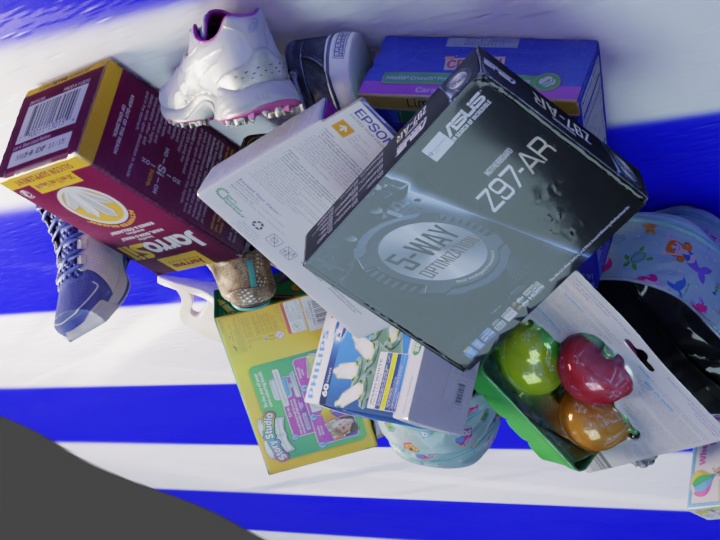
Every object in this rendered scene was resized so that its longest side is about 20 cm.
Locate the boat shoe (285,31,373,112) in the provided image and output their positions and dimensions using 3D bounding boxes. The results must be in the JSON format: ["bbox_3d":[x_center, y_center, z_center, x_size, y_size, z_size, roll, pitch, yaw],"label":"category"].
[{"bbox_3d":[-0.012,-0.104,1.083,0.068,0.072,0.200,-1,136,21],"label":"boat shoe"}]

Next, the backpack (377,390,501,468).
[{"bbox_3d":[0.089,0.096,1.334,0.167,0.200,0.127,0,130,22],"label":"backpack"}]

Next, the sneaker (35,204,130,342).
[{"bbox_3d":[-0.277,-0.033,1.301,0.080,0.200,0.115,-29,122,33],"label":"sneaker"}]

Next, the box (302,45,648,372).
[{"bbox_3d":[0.080,-0.038,0.963,0.160,0.044,0.200,34,117,-20],"label":"box"}]

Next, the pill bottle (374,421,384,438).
[{"bbox_3d":[0.011,0.129,1.472,0.200,0.113,0.113,-19,160,-13],"label":"pill bottle"}]

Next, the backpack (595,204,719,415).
[{"bbox_3d":[0.264,0.031,1.173,0.200,0.151,0.177,34,151,-24],"label":"backpack"}]

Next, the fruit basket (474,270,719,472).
[{"bbox_3d":[0.188,0.086,1.114,0.185,0.094,0.200,46,146,-6],"label":"fruit basket"}]

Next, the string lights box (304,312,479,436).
[{"bbox_3d":[0.028,0.083,1.188,0.059,0.103,0.200,18,170,-26],"label":"string lights box"}]

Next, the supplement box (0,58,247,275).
[{"bbox_3d":[-0.208,-0.089,1.226,0.131,0.103,0.200,-12,146,42],"label":"supplement box"}]

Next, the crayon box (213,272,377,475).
[{"bbox_3d":[-0.064,0.101,1.344,0.119,0.058,0.200,-15,118,1],"label":"crayon box"}]

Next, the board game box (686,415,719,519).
[{"bbox_3d":[0.385,0.134,1.276,0.034,0.200,0.134,27,154,-29],"label":"board game box"}]

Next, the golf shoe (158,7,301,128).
[{"bbox_3d":[-0.112,-0.163,1.069,0.075,0.092,0.200,-19,-167,-29],"label":"golf shoe"}]

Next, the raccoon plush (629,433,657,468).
[{"bbox_3d":[0.229,0.129,1.375,0.134,0.200,0.097,-32,116,32],"label":"raccoon plush"}]

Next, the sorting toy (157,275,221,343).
[{"bbox_3d":[-0.140,0.054,1.524,0.180,0.107,0.200,16,158,14],"label":"sorting toy"}]

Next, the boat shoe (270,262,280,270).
[{"bbox_3d":[-0.033,0.019,1.390,0.074,0.086,0.202,-2,151,32],"label":"boat shoe"}]

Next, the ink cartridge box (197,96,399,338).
[{"bbox_3d":[0.004,-0.043,1.054,0.200,0.043,0.196,-25,122,40],"label":"ink cartridge box"}]

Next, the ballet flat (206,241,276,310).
[{"bbox_3d":[-0.128,-0.028,1.322,0.070,0.065,0.200,-12,-154,-20],"label":"ballet flat"}]

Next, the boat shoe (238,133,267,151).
[{"bbox_3d":[-0.007,-0.087,1.173,0.200,0.076,0.074,12,151,-19],"label":"boat shoe"}]

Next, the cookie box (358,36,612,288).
[{"bbox_3d":[0.105,-0.084,1.049,0.171,0.075,0.200,5,139,20],"label":"cookie box"}]
